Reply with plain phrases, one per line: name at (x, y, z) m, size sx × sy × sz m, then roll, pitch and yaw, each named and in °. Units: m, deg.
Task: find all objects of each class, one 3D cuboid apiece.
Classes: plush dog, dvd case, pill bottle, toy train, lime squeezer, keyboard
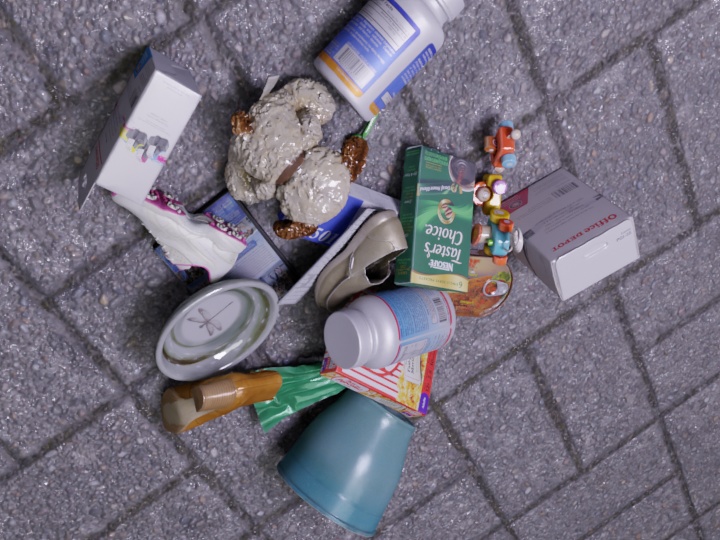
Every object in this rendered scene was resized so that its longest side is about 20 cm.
plush dog at (-0.085, -0.140, 1.054) m, size 0.171 × 0.160 × 0.201 m, roll 42°, pitch 98°, yaw 4°
dvd case at (-0.193, -0.009, 1.199) m, size 0.142 × 0.018 × 0.201 m, roll -37°, pitch 123°, yaw 0°
pill bottle at (0.041, -0.309, 1.072) m, size 0.200 × 0.112 × 0.112 m, roll -45°, pitch 124°, yaw 6°
toy train at (0.199, -0.113, 1.210) m, size 0.054 × 0.205 × 0.151 m, roll 2°, pitch 161°, yaw -5°
lime squeezer at (-0.027, -0.184, 1.167) m, size 0.198 × 0.038 × 0.071 m, roll -34°, pitch 93°, yaw 0°
pill bottle at (0.044, 0.085, 1.211) m, size 0.197 × 0.108 × 0.111 m, roll -11°, pitch 124°, yaw -42°
keyboard at (-0.045, -0.019, 1.177) m, size 0.200 × 0.011 × 0.056 m, roll -46°, pitch 169°, yaw 18°

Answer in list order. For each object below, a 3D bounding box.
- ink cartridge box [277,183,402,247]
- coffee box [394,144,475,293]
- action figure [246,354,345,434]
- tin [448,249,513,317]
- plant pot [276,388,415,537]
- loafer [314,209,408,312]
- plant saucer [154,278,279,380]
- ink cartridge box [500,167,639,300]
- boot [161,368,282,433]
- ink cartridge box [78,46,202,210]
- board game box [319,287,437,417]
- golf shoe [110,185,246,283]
ink cartridge box at (-0.016, -0.078, 1.196) m, size 0.197 × 0.045 × 0.095 m, roll 17°, pitch 123°, yaw -33°
coffee box at (0.114, -0.073, 1.204) m, size 0.121 × 0.044 × 0.205 m, roll 11°, pitch 82°, yaw -37°
action figure at (-0.084, 0.181, 1.324) m, size 0.196 × 0.055 × 0.120 m, roll -19°, pitch 121°, yaw -8°
tin at (0.163, 0.018, 1.344) m, size 0.196 × 0.042 × 0.114 m, roll 5°, pitch 119°, yaw -23°
plant pot at (-0.010, 0.303, 1.348) m, size 0.199 × 0.199 × 0.190 m, roll 34°, pitch 88°, yaw -32°
loafer at (0.000, 0.000, 1.180) m, size 0.075 × 0.069 × 0.201 m, roll -10°, pitch 145°, yaw -47°
plant saucer at (-0.214, 0.075, 1.171) m, size 0.197 × 0.050 × 0.202 m, roll -27°, pitch 148°, yaw -18°
ink cartridge box at (0.317, -0.061, 1.263) m, size 0.144 × 0.201 × 0.084 m, roll -28°, pitch 124°, yaw -4°
boot at (-0.214, 0.200, 1.239) m, size 0.142 × 0.200 × 0.072 m, roll -4°, pitch 75°, yaw -37°
ink cartridge box at (-0.283, -0.166, 1.018) m, size 0.067 × 0.116 × 0.202 m, roll 26°, pitch 106°, yaw -30°
board game box at (0.036, 0.129, 1.296) m, size 0.198 × 0.046 × 0.155 m, roll 29°, pitch 61°, yaw -32°
golf shoe at (-0.257, -0.051, 1.103) m, size 0.197 × 0.075 × 0.093 m, roll 27°, pitch 103°, yaw -17°
